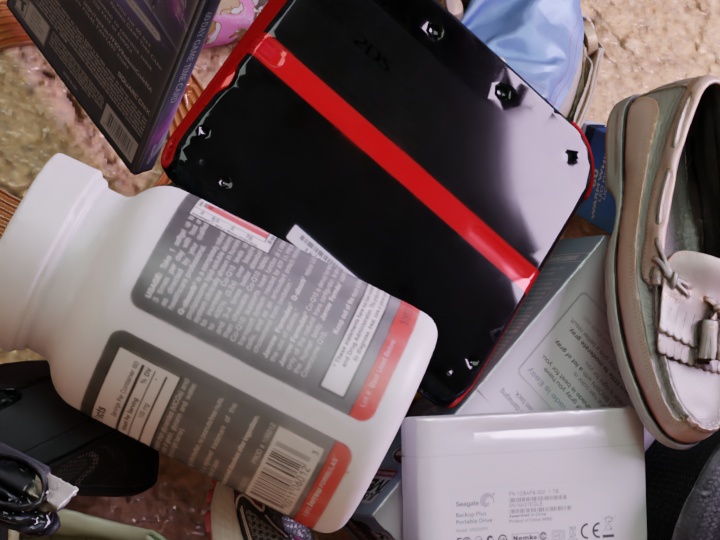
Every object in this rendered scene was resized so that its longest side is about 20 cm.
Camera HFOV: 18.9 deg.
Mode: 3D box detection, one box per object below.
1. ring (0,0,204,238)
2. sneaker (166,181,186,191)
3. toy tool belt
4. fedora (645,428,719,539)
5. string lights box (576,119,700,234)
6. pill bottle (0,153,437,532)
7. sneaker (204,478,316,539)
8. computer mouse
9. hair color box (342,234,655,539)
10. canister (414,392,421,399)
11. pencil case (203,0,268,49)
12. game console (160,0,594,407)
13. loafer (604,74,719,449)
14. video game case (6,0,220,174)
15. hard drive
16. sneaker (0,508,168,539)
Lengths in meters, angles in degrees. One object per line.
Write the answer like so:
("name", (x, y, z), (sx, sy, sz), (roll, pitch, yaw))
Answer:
("ring", (-0.174, -0.088, 1.270), (0.200, 0.019, 0.201), (12, 51, -15))
("sneaker", (-0.040, -0.054, 1.141), (0.200, 0.079, 0.075), (-32, 71, -36))
("toy tool belt", (0.091, -0.159, 1.338), (0.124, 0.123, 0.201), (7, 61, 4))
("fedora", (0.201, 0.129, 1.185), (0.091, 0.201, 0.200), (20, 38, 38))
("string lights box", (0.198, -0.042, 1.287), (0.102, 0.059, 0.200), (8, 11, -17))
("pill bottle", (-0.074, 0.030, 1.021), (0.199, 0.116, 0.116), (27, 48, -1))
("sneaker", (-0.006, 0.170, 1.045), (0.200, 0.075, 0.081), (57, 14, 21))
("computer mouse", (-0.157, 0.075, 1.047), (0.138, 0.053, 0.200), (21, 6, 21))
("hair color box", (0.086, 0.087, 1.143), (0.099, 0.061, 0.200), (47, 69, -16))
("canister", (0.000, 0.000, 1.223), (0.199, 0.087, 0.149), (9, 52, -18))
("pencil case", (-0.053, -0.190, 1.353), (0.199, 0.083, 0.087), (-15, 93, -37))
("game console", (0.016, -0.055, 1.107), (0.200, 0.031, 0.177), (40, 66, -14))
("loafer", (0.168, -0.010, 1.123), (0.072, 0.063, 0.201), (18, 58, -38))
("video game case", (-0.133, -0.169, 1.203), (0.019, 0.200, 0.143), (-21, 64, -37))
("hard drive", (0.085, 0.172, 1.092), (0.131, 0.027, 0.201), (-1, 88, -25))
("sneaker", (-0.099, 0.171, 1.045), (0.200, 0.090, 0.067), (25, 47, -4))
